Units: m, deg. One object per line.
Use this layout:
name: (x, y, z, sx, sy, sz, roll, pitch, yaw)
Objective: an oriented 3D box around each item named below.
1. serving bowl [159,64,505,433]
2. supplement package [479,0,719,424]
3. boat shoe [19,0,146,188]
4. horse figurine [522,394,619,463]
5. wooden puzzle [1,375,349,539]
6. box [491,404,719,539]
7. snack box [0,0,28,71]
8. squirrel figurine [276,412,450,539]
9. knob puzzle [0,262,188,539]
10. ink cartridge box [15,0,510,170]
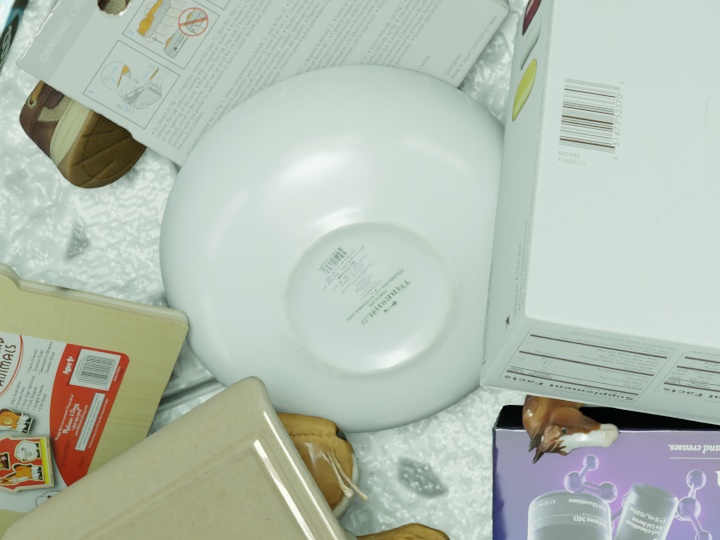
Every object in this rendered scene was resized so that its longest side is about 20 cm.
serving bowl: (0.000, 0.000, 1.461, 0.200, 0.066, 0.200, -3, 115, -6)
supplement package: (0.150, -0.041, 1.391, 0.156, 0.111, 0.200, 9, 68, -6)
boat shoe: (-0.112, -0.141, 1.493, 0.072, 0.072, 0.200, 40, 107, 33)
horse figurine: (0.143, 0.000, 1.470, 0.133, 0.050, 0.200, -6, 69, 8)
wooden puzzle: (-0.067, 0.175, 1.414, 0.185, 0.037, 0.200, -32, 81, 30)
box: (0.169, 0.144, 1.486, 0.200, 0.079, 0.141, 0, 97, 7)
snack box: (-0.217, -0.195, 1.520, 0.116, 0.037, 0.200, 23, 97, 4)
squirrel figurine: (-0.050, 0.173, 1.477, 0.200, 0.142, 0.187, -27, 99, 15)
knob puzzle: (-0.208, 0.064, 1.484, 0.220, 0.030, 0.220, -3, 133, -4)
ink cartridge box: (-0.049, -0.122, 1.462, 0.200, 0.050, 0.161, 30, 105, -17)
